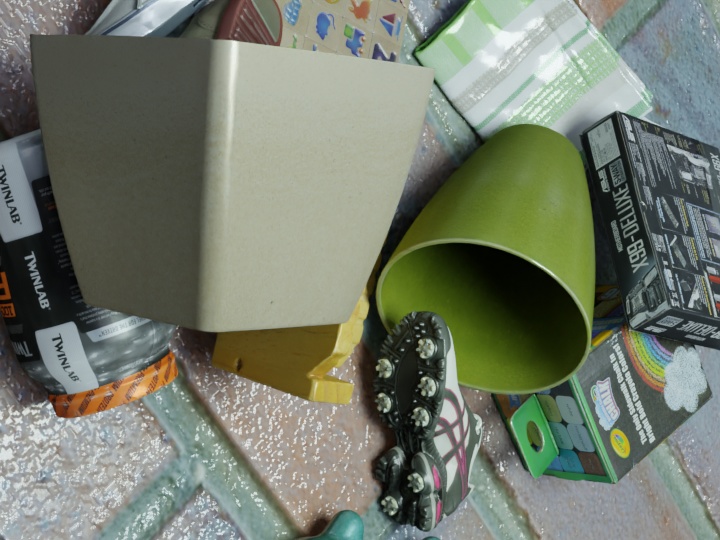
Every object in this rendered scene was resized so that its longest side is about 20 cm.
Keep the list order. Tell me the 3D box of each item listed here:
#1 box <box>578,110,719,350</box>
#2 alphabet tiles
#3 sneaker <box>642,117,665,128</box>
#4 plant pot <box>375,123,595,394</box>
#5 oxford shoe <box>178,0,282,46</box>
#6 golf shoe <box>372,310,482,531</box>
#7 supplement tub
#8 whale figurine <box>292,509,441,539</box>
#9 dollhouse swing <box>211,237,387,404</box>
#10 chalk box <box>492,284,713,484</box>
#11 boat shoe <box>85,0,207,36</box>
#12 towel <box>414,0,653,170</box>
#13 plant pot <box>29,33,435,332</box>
[{"bbox_3d":[0.288,-0.034,1.307,0.157,0.050,0.202,12,57,-40],"label":"box"},{"bbox_3d":[-0.029,-0.224,1.234,0.166,0.008,0.202,22,71,-33],"label":"alphabet tiles"},{"bbox_3d":[0.299,-0.097,1.437,0.200,0.075,0.089,51,51,-21],"label":"sneaker"},{"bbox_3d":[0.130,-0.029,1.261,0.187,0.186,0.201,45,45,-25],"label":"plant pot"},{"bbox_3d":[-0.127,-0.130,1.106,0.071,0.074,0.201,51,53,-39],"label":"oxford shoe"},{"bbox_3d":[0.062,0.124,1.244,0.088,0.077,0.202,-17,118,-42],"label":"golf shoe"},{"bbox_3d":[-0.207,-0.004,1.039,0.122,0.122,0.202,-22,100,-34],"label":"supplement tub"},{"bbox_3d":[0.006,0.279,1.187,0.198,0.103,0.161,-5,90,-35],"label":"whale figurine"},{"bbox_3d":[0.000,0.000,1.124,0.175,0.181,0.202,16,89,-42],"label":"dollhouse swing"},{"bbox_3d":[0.205,0.113,1.325,0.199,0.123,0.126,-32,107,-31],"label":"chalk box"},{"bbox_3d":[-0.159,-0.234,1.102,0.202,0.075,0.086,-41,93,-4],"label":"boat shoe"},{"bbox_3d":[0.164,-0.176,1.324,0.149,0.031,0.200,-44,112,2],"label":"towel"},{"bbox_3d":[-0.091,-0.058,0.958,0.199,0.199,0.179,-1,99,-48],"label":"plant pot"}]
